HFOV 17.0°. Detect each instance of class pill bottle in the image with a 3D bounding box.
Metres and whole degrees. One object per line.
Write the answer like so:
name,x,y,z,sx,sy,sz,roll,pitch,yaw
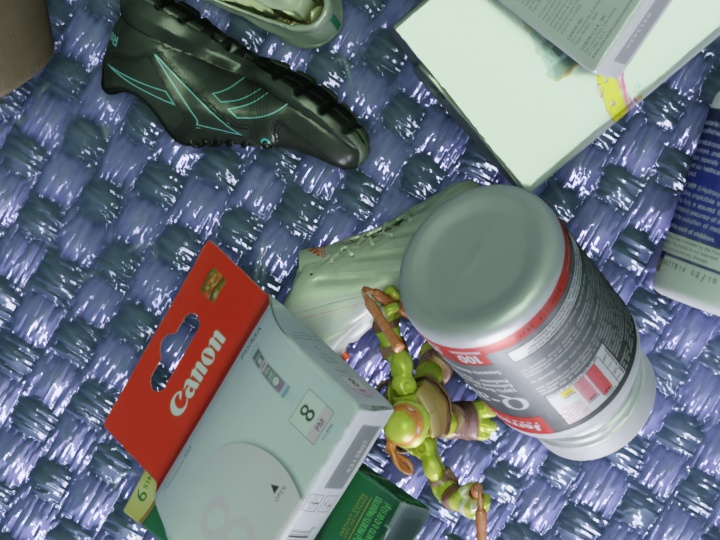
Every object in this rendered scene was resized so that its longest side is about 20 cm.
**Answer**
pill bottle,0.116,0.040,1.584,0.115,0.200,0.117,-16,53,23
pill bottle,0.282,-0.063,1.623,0.119,0.120,0.202,18,94,-2

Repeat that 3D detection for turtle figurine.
turtle figurine,0.047,0.101,1.610,0.064,0.161,0.201,-26,89,19

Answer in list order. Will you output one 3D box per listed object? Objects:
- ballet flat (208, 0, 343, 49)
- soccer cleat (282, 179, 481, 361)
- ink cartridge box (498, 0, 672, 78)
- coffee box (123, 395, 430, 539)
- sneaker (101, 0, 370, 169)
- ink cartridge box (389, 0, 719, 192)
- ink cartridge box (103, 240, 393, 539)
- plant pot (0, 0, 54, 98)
ballet flat,-0.101,-0.212,1.637,0.199,0.069,0.070,25,93,-2
soccer cleat,0.000,0.000,1.653,0.200,0.069,0.078,-43,90,5
ink cartridge box,0.125,-0.241,1.496,0.200,0.050,0.162,41,106,23
coffee box,-0.060,0.162,1.622,0.199,0.044,0.124,33,96,34
sneaker,-0.086,-0.115,1.649,0.199,0.075,0.080,31,103,6
ink cartridge box,0.136,-0.167,1.602,0.200,0.145,0.145,-39,93,3
ink cartridge box,-0.090,0.098,1.593,0.200,0.057,0.163,40,107,29
plant pot,-0.287,-0.196,1.588,0.199,0.200,0.176,-25,111,1
